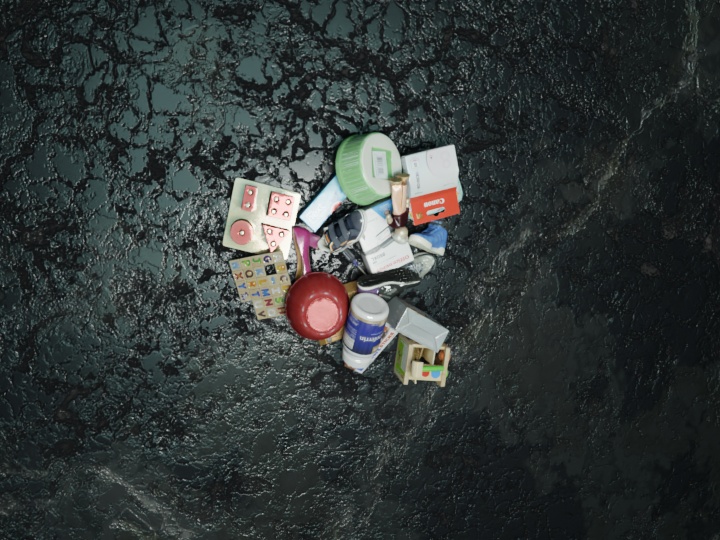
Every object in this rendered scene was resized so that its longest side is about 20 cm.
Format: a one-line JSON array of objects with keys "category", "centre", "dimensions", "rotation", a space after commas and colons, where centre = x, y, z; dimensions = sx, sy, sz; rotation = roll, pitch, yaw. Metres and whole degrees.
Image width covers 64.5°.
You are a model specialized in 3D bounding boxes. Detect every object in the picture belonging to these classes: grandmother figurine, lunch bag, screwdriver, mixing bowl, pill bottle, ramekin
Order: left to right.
[{"category": "mixing bowl", "centre": [-0.115, 0.114, 1.636], "dimensions": [0.194, 0.108, 0.207], "rotation": [-2, 99, -13]}, {"category": "screwdriver", "centre": [0.000, 0.000, 1.756], "dimensions": [0.029, 0.028, 0.202], "rotation": [-36, 96, 4]}, {"category": "pill bottle", "centre": [0.008, 0.177, 1.656], "dimensions": [0.112, 0.117, 0.204], "rotation": [6, 123, -13]}, {"category": "ramekin", "centre": [0.030, -0.297, 1.641], "dimensions": [0.197, 0.096, 0.207], "rotation": [4, 84, -44]}, {"category": "grandmother figurine", "centre": [0.112, -0.168, 1.639], "dimensions": [0.120, 0.060, 0.205], "rotation": [-29, 127, -35]}, {"category": "lunch bag", "centre": [0.208, -0.257, 1.746], "dimensions": [0.196, 0.077, 0.164], "rotation": [-23, 101, -8]}]

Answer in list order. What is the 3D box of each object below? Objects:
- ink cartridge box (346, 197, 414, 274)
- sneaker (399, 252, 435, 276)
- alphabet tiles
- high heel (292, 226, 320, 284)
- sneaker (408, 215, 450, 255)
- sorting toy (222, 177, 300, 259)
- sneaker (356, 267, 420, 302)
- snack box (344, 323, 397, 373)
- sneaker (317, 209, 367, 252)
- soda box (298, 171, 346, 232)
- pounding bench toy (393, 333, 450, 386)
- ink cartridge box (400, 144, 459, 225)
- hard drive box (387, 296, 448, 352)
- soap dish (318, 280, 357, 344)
[{"category": "ink cartridge box", "centre": [0.061, -0.099, 1.735], "dimensions": [0.142, 0.084, 0.204], "rotation": [-24, 104, -7]}, {"category": "sneaker", "centre": [0.152, 0.010, 1.773], "dimensions": [0.196, 0.085, 0.079], "rotation": [-27, 104, -7]}, {"category": "alphabet tiles", "centre": [-0.285, 0.049, 1.690], "dimensions": [0.162, 0.008, 0.205], "rotation": [-10, 113, 6]}, {"category": "high heel", "centre": [-0.186, -0.024, 1.692], "dimensions": [0.094, 0.067, 0.205], "rotation": [18, 91, -35]}, {"category": "sneaker", "centre": [0.212, -0.119, 1.733], "dimensions": [0.198, 0.075, 0.114], "rotation": [15, 90, -55]}, {"category": "sorting toy", "centre": [-0.286, -0.147, 1.659], "dimensions": [0.195, 0.070, 0.205], "rotation": [12, 97, -14]}, {"category": "sneaker", "centre": [0.083, 0.053, 1.705], "dimensions": [0.194, 0.076, 0.090], "rotation": [-7, 125, -10]}, {"category": "snack box", "centre": [0.031, 0.237, 1.768], "dimensions": [0.071, 0.025, 0.201], "rotation": [25, 119, -27]}, {"category": "sneaker", "centre": [-0.055, -0.107, 1.651], "dimensions": [0.078, 0.200, 0.080], "rotation": [-5, 66, -36]}, {"category": "soda box", "centre": [-0.096, -0.213, 1.693], "dimensions": [0.068, 0.064, 0.201], "rotation": [42, 89, -15]}, {"category": "pounding bench toy", "centre": [0.208, 0.291, 1.772], "dimensions": [0.151, 0.200, 0.128], "rotation": [7, 98, -12]}, {"category": "ink cartridge box", "centre": [0.216, -0.253, 1.682], "dimensions": [0.158, 0.057, 0.206], "rotation": [-15, 96, -12]}, {"category": "hard drive box", "centre": [0.159, 0.157, 1.740], "dimensions": [0.153, 0.200, 0.078], "rotation": [29, 92, -16]}, {"category": "soap dish", "centre": [-0.051, 0.130, 1.751], "dimensions": [0.195, 0.081, 0.162], "rotation": [-17, 102, -10]}]
